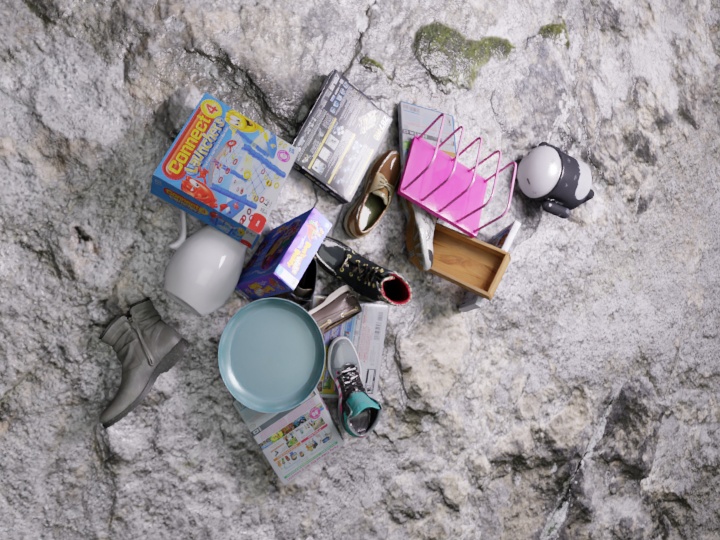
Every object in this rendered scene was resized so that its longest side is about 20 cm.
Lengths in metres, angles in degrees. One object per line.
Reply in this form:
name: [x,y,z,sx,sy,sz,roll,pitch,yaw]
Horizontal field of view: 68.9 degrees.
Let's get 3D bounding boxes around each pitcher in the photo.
pitcher: [-0.277,-0.041,0.927,0.170,0.120,0.204,37,69,-18]

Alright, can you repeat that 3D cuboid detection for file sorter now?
file sorter: [0.198,-0.190,1.047,0.195,0.125,0.143,26,64,-17]

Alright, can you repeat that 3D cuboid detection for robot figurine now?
robot figurine: [0.465,-0.216,1.253,0.194,0.152,0.128,15,117,-25]

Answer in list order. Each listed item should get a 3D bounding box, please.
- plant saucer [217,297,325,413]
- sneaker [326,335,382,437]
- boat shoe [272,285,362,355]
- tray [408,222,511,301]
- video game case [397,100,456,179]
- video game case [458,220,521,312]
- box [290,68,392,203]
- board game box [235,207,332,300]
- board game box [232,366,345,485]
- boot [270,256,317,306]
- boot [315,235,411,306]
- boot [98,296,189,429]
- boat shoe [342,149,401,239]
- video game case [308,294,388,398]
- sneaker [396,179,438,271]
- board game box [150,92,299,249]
plant saucer: [-0.160,0.153,0.957,0.192,0.027,0.209,0,91,-5]
sneaker: [-0.013,0.240,1.037,0.081,0.120,0.208,-14,99,-22]
boat shoe: [-0.084,0.110,1.017,0.198,0.072,0.060,-36,76,-21]
tray: [0.209,-0.025,1.116,0.101,0.196,0.037,-59,150,-8]
video game case: [0.146,-0.253,1.123,0.138,0.018,0.208,7,71,-26]
video game case: [0.286,-0.004,1.173,0.018,0.143,0.205,28,81,1]
box: [-0.043,-0.266,1.054,0.158,0.049,0.205,31,81,-21]
board game box: [-0.142,-0.023,0.926,0.044,0.198,0.137,39,64,-21]
board game box: [-0.138,0.287,1.024,0.144,0.064,0.205,-29,103,-7]
boot: [-0.138,0.051,1.003,0.073,0.096,0.207,18,86,-23]
boot: [0.001,-0.001,1.033,0.201,0.153,0.075,37,79,-22]
boot: [-0.407,0.156,0.912,0.131,0.067,0.201,46,68,-15]
boat shoe: [0.038,-0.154,1.084,0.074,0.073,0.205,31,81,-23]
video game case: [-0.034,0.164,1.100,0.176,0.022,0.208,8,91,-25]
sneaker: [0.140,-0.104,1.114,0.085,0.075,0.208,-6,82,-22]
board game box: [-0.229,-0.175,0.913,0.192,0.056,0.205,28,58,-15]
